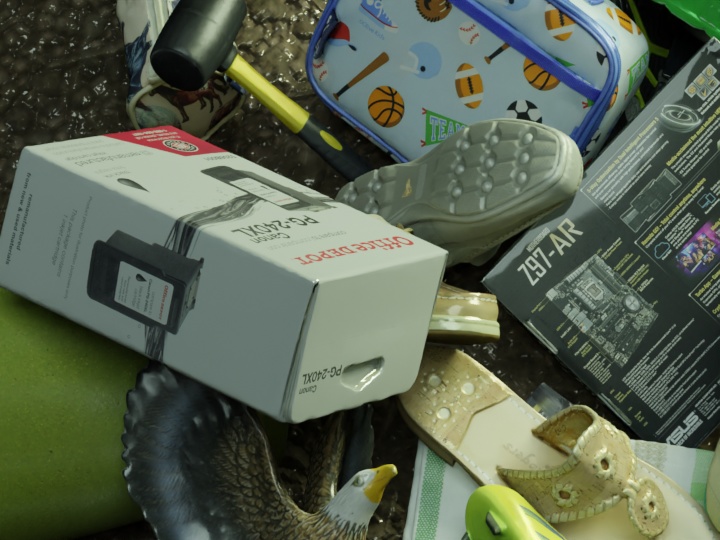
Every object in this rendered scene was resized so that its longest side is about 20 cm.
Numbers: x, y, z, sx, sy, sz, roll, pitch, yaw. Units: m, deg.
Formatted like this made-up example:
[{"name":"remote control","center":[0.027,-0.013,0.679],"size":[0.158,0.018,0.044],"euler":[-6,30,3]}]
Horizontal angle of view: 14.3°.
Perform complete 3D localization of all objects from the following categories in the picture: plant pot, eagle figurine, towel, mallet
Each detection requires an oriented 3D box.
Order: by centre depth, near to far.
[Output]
[{"name":"eagle figurine","center":[-0.033,0.139,1.573],"size":[0.150,0.152,0.200],"euler":[-28,53,0]},{"name":"towel","center":[0.122,0.162,1.619],"size":[0.199,0.031,0.150],"euler":[9,67,5]},{"name":"plant pot","center":[-0.147,0.073,1.653],"size":[0.199,0.187,0.188],"euler":[1,65,-14]},{"name":"mallet","center":[-0.037,-0.101,1.740],"size":[0.200,0.041,0.066],"euler":[34,59,-23]}]

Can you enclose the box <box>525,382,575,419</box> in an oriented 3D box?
[{"name":"box","center":[0.104,0.188,1.646],"size":[0.161,0.049,0.200],"euler":[37,72,15]}]

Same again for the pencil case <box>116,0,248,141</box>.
[{"name":"pencil case","center":[-0.125,-0.183,1.801],"size":[0.077,0.090,0.201],"euler":[-11,65,-5]}]

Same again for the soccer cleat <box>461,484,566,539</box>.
[{"name":"soccer cleat","center":[0.132,0.194,1.562],"size":[0.083,0.065,0.200],"euler":[-28,69,-31]}]

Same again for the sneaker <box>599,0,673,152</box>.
[{"name":"sneaker","center":[0.146,-0.160,1.799],"size":[0.076,0.075,0.201],"euler":[-14,68,36]}]

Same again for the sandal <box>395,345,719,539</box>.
[{"name":"sandal","center":[0.108,0.105,1.590],"size":[0.211,0.070,0.078],"euler":[34,71,14]}]

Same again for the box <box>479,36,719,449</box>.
[{"name":"box","center":[0.193,-0.010,1.681],"size":[0.160,0.044,0.200],"euler":[43,90,1]}]

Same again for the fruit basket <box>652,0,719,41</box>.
[{"name":"fruit basket","center":[0.259,-0.193,1.754],"size":[0.185,0.094,0.200],"euler":[35,34,17]}]

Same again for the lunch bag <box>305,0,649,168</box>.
[{"name":"lunch bag","center":[0.066,-0.135,1.732],"size":[0.200,0.161,0.075],"euler":[37,29,14]}]

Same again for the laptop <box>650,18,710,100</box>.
[{"name":"laptop","center":[0.251,-0.058,1.756],"size":[0.176,0.103,0.201],"euler":[22,94,2]}]

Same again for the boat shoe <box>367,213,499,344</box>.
[{"name":"boat shoe","center":[0.000,0.000,1.648],"size":[0.199,0.074,0.067],"euler":[12,90,40]}]

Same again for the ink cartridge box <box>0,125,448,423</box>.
[{"name":"ink cartridge box","center":[-0.073,-0.002,1.548],"size":[0.199,0.145,0.084],"euler":[24,108,26]}]

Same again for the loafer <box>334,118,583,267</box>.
[{"name":"loafer","center":[0.063,-0.039,1.680],"size":[0.070,0.200,0.070],"euler":[27,65,-33]}]

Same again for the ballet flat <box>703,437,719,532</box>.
[{"name":"ballet flat","center":[0.245,0.057,1.603],"size":[0.069,0.070,0.201],"euler":[12,74,8]}]
